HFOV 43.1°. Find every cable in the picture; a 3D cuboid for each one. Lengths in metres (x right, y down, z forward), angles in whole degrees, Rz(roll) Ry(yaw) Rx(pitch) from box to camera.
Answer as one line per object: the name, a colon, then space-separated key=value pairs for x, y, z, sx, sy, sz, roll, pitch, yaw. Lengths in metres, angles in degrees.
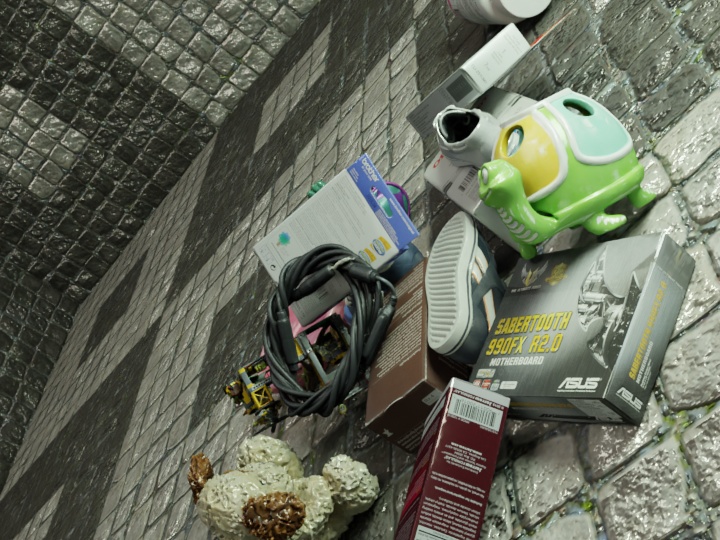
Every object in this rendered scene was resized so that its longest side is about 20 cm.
cable: x=-0.051 y=0.071 z=1.049 sx=0.162 sy=0.051 sz=0.202 roll=29 pitch=98 yaw=31

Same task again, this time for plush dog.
plush dog: x=-0.103 y=0.262 z=0.988 sx=0.198 sy=0.171 sz=0.163 roll=4 pitch=74 yaw=41

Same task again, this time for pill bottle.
pill bottle: x=0.213 y=-0.437 z=1.397 sx=0.114 sy=0.113 sz=0.200 roll=-55 pitch=22 yaw=3

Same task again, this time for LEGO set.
LEGO set: x=-0.066 y=0.153 z=1.167 sx=0.198 sy=0.117 sz=0.154 roll=-27 pitch=-14 yaw=-20

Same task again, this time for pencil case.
pencil case: x=0.002 y=-0.095 z=1.400 sx=0.085 sy=0.093 sz=0.199 roll=-46 pitch=20 yaw=-13

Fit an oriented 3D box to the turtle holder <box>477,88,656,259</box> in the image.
turtle holder: x=0.179 y=-0.090 z=0.876 sx=0.184 sy=0.133 sz=0.141 roll=-27 pitch=4 yaw=-15

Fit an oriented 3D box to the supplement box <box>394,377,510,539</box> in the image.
supplement box: x=0.072 y=0.211 z=0.807 sx=0.109 sy=0.060 sz=0.202 roll=108 pitch=-179 yaw=-59

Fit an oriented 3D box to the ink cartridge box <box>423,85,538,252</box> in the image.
ink cartridge box: x=0.171 y=-0.127 z=1.086 sx=0.147 sy=0.084 sz=0.200 roll=-53 pitch=20 yaw=8

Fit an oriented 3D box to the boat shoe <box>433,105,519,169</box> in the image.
boat shoe: x=0.117 y=-0.154 z=1.028 sx=0.072 sy=0.068 sz=0.200 roll=-50 pitch=19 yaw=11

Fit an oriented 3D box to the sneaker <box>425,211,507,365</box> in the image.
sneaker: x=0.118 y=0.025 z=0.991 sx=0.078 sy=0.079 sz=0.202 roll=-45 pitch=25 yaw=39

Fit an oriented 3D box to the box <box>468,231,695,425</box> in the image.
box: x=0.193 y=0.056 z=0.830 sx=0.199 sy=0.048 sz=0.160 roll=-11 pitch=49 yaw=61

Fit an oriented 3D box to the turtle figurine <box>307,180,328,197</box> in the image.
turtle figurine: x=-0.050 y=-0.029 z=1.308 sx=0.150 sy=0.100 sz=0.202 roll=-51 pitch=29 yaw=29

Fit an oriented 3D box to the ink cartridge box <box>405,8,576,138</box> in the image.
ink cartridge box: x=0.158 y=-0.256 z=1.145 sx=0.173 sy=0.044 sz=0.200 roll=-44 pitch=5 yaw=-17

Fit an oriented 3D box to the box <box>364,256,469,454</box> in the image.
box: x=0.067 y=0.091 z=1.025 sx=0.100 sy=0.075 sz=0.202 roll=-42 pitch=24 yaw=33

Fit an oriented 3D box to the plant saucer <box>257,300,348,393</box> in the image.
plant saucer: x=-0.079 y=0.098 z=1.360 sx=0.201 sy=0.051 sz=0.202 roll=-46 pitch=23 yaw=25

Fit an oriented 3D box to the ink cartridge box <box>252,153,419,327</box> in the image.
ink cartridge box: x=-0.027 y=-0.036 z=1.097 sx=0.199 sy=0.120 sz=0.042 roll=-38 pitch=-9 yaw=28

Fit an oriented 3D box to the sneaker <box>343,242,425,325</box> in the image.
sneaker: x=0.000 y=0.000 z=1.191 sx=0.199 sy=0.146 sz=0.081 roll=-23 pitch=38 yaw=52
